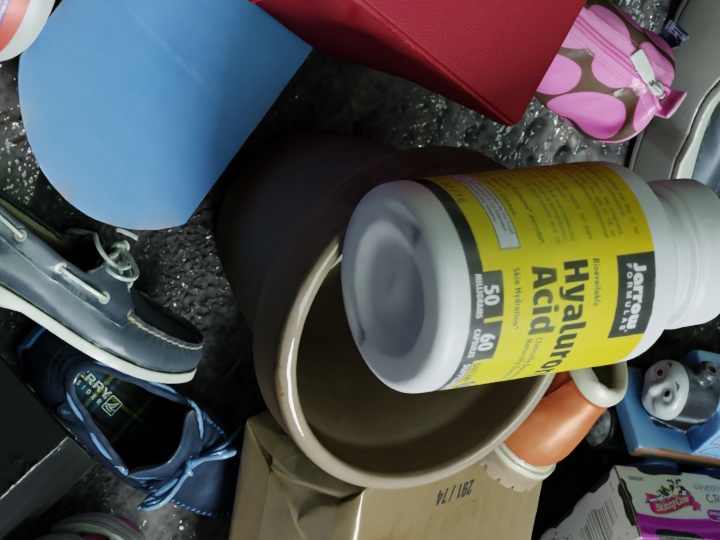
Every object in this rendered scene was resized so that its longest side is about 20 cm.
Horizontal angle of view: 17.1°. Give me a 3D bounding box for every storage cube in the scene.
[{"bbox_3d":[0.020,-0.207,1.287,0.180,0.171,0.201,33,84,-45],"label":"storage cube"}]

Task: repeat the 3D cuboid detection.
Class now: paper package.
[{"bbox_3d":[0.017,0.163,1.519,0.199,0.103,0.192,-19,127,-45],"label":"paper package"}]

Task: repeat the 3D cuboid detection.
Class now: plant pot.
[{"bbox_3d":[0.000,0.000,1.405,0.199,0.175,0.201,-16,123,-26],"label":"plant pot"}]

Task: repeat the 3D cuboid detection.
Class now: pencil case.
[{"bbox_3d":[0.110,-0.153,1.448,0.200,0.094,0.091,30,97,-39],"label":"pencil case"}]

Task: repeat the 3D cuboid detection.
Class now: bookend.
[{"bbox_3d":[-0.248,0.056,1.311,0.092,0.199,0.200,-42,86,-7],"label":"bookend"}]

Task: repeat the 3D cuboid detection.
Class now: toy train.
[{"bbox_3d":[0.251,0.107,1.668,0.199,0.087,0.114,13,136,-33],"label":"toy train"}]

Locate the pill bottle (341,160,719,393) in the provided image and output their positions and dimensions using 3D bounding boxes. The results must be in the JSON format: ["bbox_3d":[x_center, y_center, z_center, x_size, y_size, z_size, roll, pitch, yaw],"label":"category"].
[{"bbox_3d":[0.099,-0.001,1.285,0.199,0.111,0.112,-8,119,-30],"label":"pill bottle"}]

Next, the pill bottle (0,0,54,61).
[{"bbox_3d":[-0.254,-0.169,1.187,0.199,0.112,0.113,5,112,-34],"label":"pill bottle"}]

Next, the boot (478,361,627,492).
[{"bbox_3d":[0.120,0.030,1.483,0.075,0.201,0.107,24,131,-26],"label":"boot"}]

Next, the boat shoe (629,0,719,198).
[{"bbox_3d":[0.235,-0.115,1.551,0.062,0.075,0.201,2,116,-31],"label":"boat shoe"}]

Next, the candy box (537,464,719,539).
[{"bbox_3d":[0.178,0.216,1.658,0.136,0.061,0.200,9,137,-34],"label":"candy box"}]

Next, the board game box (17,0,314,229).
[{"bbox_3d":[-0.116,-0.126,1.349,0.200,0.039,0.158,-55,132,-9],"label":"board game box"}]

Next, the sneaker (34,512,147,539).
[{"bbox_3d":[-0.169,0.182,1.432,0.089,0.081,0.200,-63,169,-10],"label":"sneaker"}]

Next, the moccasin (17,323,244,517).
[{"bbox_3d":[-0.131,0.103,1.445,0.081,0.068,0.200,-52,131,2],"label":"moccasin"}]

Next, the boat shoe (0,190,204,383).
[{"bbox_3d":[-0.163,0.001,1.366,0.199,0.075,0.062,30,100,-28],"label":"boat shoe"}]
